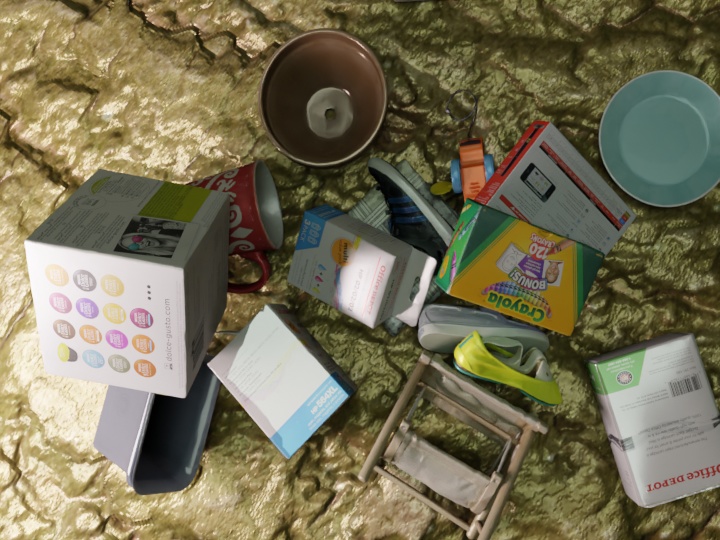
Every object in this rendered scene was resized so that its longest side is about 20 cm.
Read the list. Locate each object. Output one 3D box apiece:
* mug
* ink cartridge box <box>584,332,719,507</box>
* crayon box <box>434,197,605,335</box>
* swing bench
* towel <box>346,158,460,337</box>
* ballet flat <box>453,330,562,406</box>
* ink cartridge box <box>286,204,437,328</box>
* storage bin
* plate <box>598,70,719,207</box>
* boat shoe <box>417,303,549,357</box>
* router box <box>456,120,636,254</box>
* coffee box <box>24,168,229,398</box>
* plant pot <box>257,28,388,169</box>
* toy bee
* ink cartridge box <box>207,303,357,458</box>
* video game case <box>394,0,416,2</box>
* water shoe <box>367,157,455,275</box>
[{"bbox_3d":[-0.225,-0.057,1.032,0.194,0.134,0.183,-11,75,8],"label":"mug"},{"bbox_3d":[0.420,0.207,0.972,0.142,0.084,0.206,-16,85,5],"label":"ink cartridge box"},{"bbox_3d":[0.210,-0.003,0.911,0.195,0.058,0.122,18,101,-17],"label":"crayon box"},{"bbox_3d":[0.129,0.250,0.980,0.196,0.130,0.203,30,84,8],"label":"swing bench"},{"bbox_3d":[0.062,-0.037,1.057,0.199,0.035,0.193,-42,80,4],"label":"towel"},{"bbox_3d":[0.221,0.135,0.969,0.196,0.067,0.068,22,110,-21],"label":"ballet flat"},{"bbox_3d":[0.000,0.000,0.999,0.197,0.068,0.118,26,114,20],"label":"ink cartridge box"},{"bbox_3d":[-0.304,0.206,1.030,0.132,0.144,0.206,14,87,34],"label":"storage bin"},{"bbox_3d":[0.453,-0.195,1.029,0.194,0.026,0.207,0,87,5],"label":"plate"},{"bbox_3d":[0.180,0.081,1.010,0.195,0.071,0.073,6,54,-6],"label":"boat shoe"},{"bbox_3d":[0.262,-0.073,0.966,0.199,0.049,0.181,40,91,-19],"label":"router box"},{"bbox_3d":[-0.293,0.012,0.910,0.192,0.202,0.204,10,123,1],"label":"coffee box"},{"bbox_3d":[-0.052,-0.250,1.049,0.195,0.093,0.207,0,85,5],"label":"plant pot"},{"bbox_3d":[0.175,-0.151,1.011,0.127,0.109,0.206,14,106,10],"label":"toy bee"},{"bbox_3d":[-0.117,0.146,1.008,0.125,0.129,0.201,-43,84,1],"label":"ink cartridge box"},{"bbox_3d":[0.147,-0.522,1.084,0.194,0.024,0.188,-1,85,6],"label":"video game case"},{"bbox_3d":[0.066,-0.078,1.007,0.079,0.071,0.200,-44,79,7],"label":"water shoe"}]
